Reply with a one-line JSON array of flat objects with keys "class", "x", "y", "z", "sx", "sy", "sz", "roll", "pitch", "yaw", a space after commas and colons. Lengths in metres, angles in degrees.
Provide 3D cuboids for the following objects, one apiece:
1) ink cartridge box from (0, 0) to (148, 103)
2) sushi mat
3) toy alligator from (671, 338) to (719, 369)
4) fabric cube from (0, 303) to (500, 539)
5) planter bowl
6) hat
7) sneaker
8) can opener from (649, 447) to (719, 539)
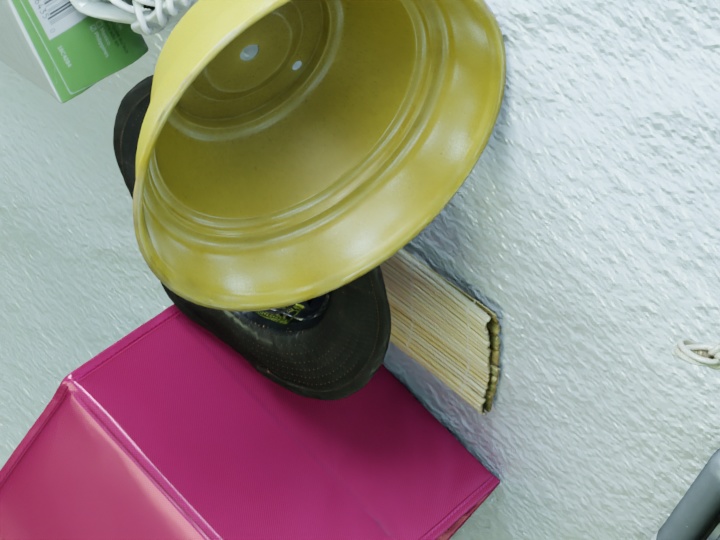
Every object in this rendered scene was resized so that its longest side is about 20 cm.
[{"class": "ink cartridge box", "x": -0.200, "y": -0.174, "z": 1.633, "sx": 0.200, "sy": 0.059, "sz": 0.104, "roll": 33, "pitch": 152, "yaw": 57}, {"class": "sushi mat", "x": 0.000, "y": 0.000, "z": 1.619, "sx": 0.200, "sy": 0.012, "sz": 0.096, "roll": 37, "pitch": 151, "yaw": 25}, {"class": "toy alligator", "x": 0.216, "y": 0.038, "z": 1.288, "sx": 0.200, "sy": 0.059, "sz": 0.054, "roll": 21, "pitch": 100, "yaw": 47}, {"class": "fabric cube", "x": -0.083, "y": 0.145, "z": 1.673, "sx": 0.199, "sy": 0.200, "sz": 0.196, "roll": 46, "pitch": 132, "yaw": 7}, {"class": "planter bowl", "x": -0.036, "y": -0.083, "z": 1.384, "sx": 0.083, "sy": 0.200, "sz": 0.201, "roll": 52, "pitch": 160, "yaw": 38}, {"class": "hat", "x": -0.037, "y": -0.034, "z": 1.547, "sx": 0.200, "sy": 0.081, "sz": 0.201, "roll": 31, "pitch": 142, "yaw": 28}, {"class": "sneaker", "x": -0.091, "y": -0.149, "z": 1.468, "sx": 0.073, "sy": 0.071, "sz": 0.200, "roll": 48, "pitch": 164, "yaw": -16}, {"class": "can opener", "x": 0.171, "y": 0.150, "z": 1.499, "sx": 0.053, "sy": 0.066, "sz": 0.200, "roll": 45, "pitch": 149, "yaw": 12}]
